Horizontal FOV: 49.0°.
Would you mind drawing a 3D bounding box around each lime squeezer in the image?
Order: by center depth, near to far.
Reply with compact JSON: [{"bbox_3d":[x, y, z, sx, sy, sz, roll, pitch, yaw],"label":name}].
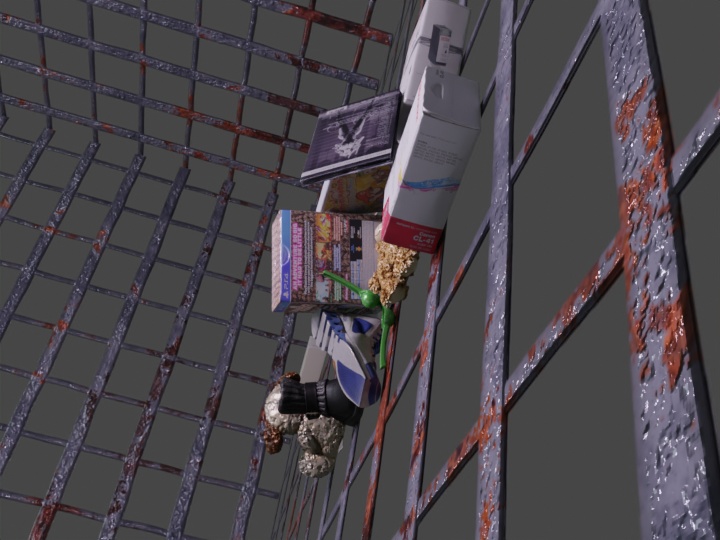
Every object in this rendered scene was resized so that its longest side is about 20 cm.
[{"bbox_3d":[0.013,0.068,1.302,0.202,0.070,0.038,57,172,26],"label":"lime squeezer"}]

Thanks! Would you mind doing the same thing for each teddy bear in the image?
[{"bbox_3d":[0.054,-0.026,1.271,0.202,0.065,0.146,-81,10,-45],"label":"teddy bear"}]

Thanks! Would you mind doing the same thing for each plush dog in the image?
[{"bbox_3d":[-0.114,0.297,1.610,0.161,0.168,0.203,113,171,-56],"label":"plush dog"}]

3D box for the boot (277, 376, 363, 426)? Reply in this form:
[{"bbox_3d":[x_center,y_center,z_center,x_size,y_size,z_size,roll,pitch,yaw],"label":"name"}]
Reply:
[{"bbox_3d":[-0.069,0.218,1.417,0.212,0.155,0.081,112,171,-56],"label":"boot"}]

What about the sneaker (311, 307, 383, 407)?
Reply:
[{"bbox_3d":[0.005,0.129,1.324,0.200,0.113,0.082,55,139,44],"label":"sneaker"}]

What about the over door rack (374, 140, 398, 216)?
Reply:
[{"bbox_3d":[0.056,-0.212,1.754,0.202,0.065,0.150,110,173,-47],"label":"over door rack"}]

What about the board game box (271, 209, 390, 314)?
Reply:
[{"bbox_3d":[-0.054,-0.011,1.393,0.097,0.195,0.163,138,133,-70],"label":"board game box"}]

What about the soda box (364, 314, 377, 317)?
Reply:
[{"bbox_3d":[-0.006,0.057,1.587,0.068,0.063,0.201,-38,19,19],"label":"soda box"}]

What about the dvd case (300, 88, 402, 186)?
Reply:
[{"bbox_3d":[-0.010,-0.210,1.231,0.202,0.146,0.016,-80,-29,-49],"label":"dvd case"}]

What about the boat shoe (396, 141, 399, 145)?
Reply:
[{"bbox_3d":[0.040,-0.206,1.382,0.071,0.198,0.061,-2,93,43],"label":"boat shoe"}]

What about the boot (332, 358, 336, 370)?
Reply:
[{"bbox_3d":[-0.021,0.114,1.685,0.155,0.072,0.205,117,155,-72],"label":"boot"}]

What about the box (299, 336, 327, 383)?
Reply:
[{"bbox_3d":[-0.163,0.329,2.624,0.082,0.067,0.204,-89,14,-67],"label":"box"}]

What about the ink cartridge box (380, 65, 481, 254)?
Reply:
[{"bbox_3d":[0.094,-0.149,1.077,0.149,0.084,0.202,-81,9,-52],"label":"ink cartridge box"}]

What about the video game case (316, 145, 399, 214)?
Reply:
[{"bbox_3d":[0.025,-0.150,1.344,0.201,0.178,0.023,116,144,-64],"label":"video game case"}]

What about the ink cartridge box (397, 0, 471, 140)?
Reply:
[{"bbox_3d":[0.117,-0.332,1.337,0.146,0.083,0.204,121,164,-71],"label":"ink cartridge box"}]
